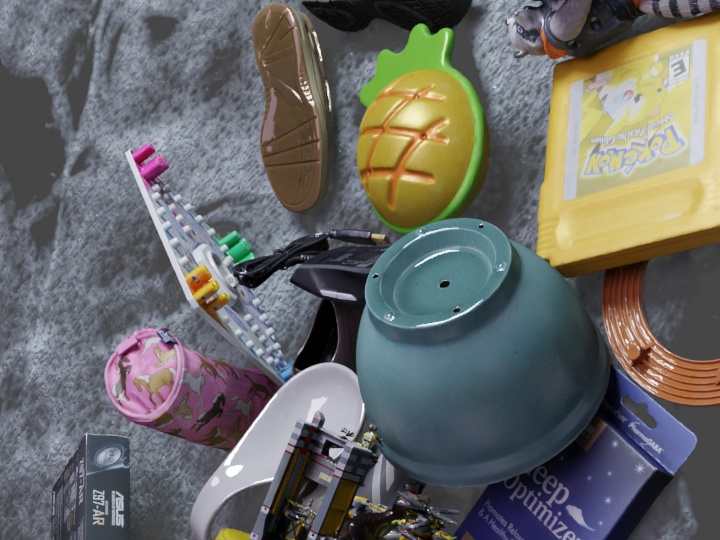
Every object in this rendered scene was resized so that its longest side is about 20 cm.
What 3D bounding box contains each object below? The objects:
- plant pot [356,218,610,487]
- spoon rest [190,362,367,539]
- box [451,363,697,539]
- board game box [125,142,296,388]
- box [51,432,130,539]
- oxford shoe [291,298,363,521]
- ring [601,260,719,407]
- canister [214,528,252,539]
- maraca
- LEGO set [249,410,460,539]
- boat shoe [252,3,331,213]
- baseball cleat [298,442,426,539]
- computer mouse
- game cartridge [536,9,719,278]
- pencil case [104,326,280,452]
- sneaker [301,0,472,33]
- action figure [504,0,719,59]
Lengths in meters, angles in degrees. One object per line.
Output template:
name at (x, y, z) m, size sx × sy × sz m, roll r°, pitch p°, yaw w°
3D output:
plant pot at (0.079, 0.046, 1.295) m, size 0.199 × 0.135 × 0.201 m, roll -16°, pitch 38°, yaw 13°
spoon rest at (-0.072, 0.160, 1.400) m, size 0.200 × 0.061 × 0.099 m, roll -49°, pitch 47°, yaw 4°
box at (0.160, 0.175, 1.297) m, size 0.201 × 0.032 × 0.121 m, roll -55°, pitch 46°, yaw 8°
board game box at (-0.124, 0.000, 1.515) m, size 0.026 × 0.200 × 0.201 m, roll -34°, pitch 51°, yaw 8°
box at (-0.255, 0.274, 1.570) m, size 0.160 × 0.043 × 0.201 m, roll 129°, pitch 142°, yaw -55°
oxford shoe at (-0.042, 0.119, 1.473) m, size 0.071 × 0.072 × 0.201 m, roll 9°, pitch 78°, yaw 44°
ring at (0.268, 0.005, 1.280) m, size 0.200 × 0.019 × 0.202 m, roll -19°, pitch 61°, yaw 37°
canister at (-0.125, 0.343, 1.445) m, size 0.201 × 0.086 × 0.148 m, roll -56°, pitch 45°, yaw 7°
maraca at (0.051, -0.124, 1.468) m, size 0.137 × 0.107 × 0.201 m, roll -30°, pitch 54°, yaw 31°
LEGO set at (0.022, 0.184, 1.272) m, size 0.199 × 0.153 × 0.117 m, roll 22°, pitch 89°, yaw 45°
boat shoe at (-0.054, -0.155, 1.609) m, size 0.071 × 0.064 × 0.202 m, roll -8°, pitch 85°, yaw 30°
baseball cleat at (0.039, 0.178, 1.392) m, size 0.200 × 0.070 × 0.107 m, roll -42°, pitch 65°, yaw 24°
computer mouse at (0.000, 0.000, 1.464) m, size 0.199 × 0.140 × 0.046 m, roll 0°, pitch 106°, yaw 34°
game cartridge at (0.223, -0.100, 1.337) m, size 0.176 × 0.032 × 0.201 m, roll -15°, pitch 53°, yaw 37°
pencil case at (-0.136, 0.110, 1.477) m, size 0.082 × 0.200 × 0.087 m, roll 9°, pitch 79°, yaw 33°
sneaker at (0.029, -0.277, 1.581) m, size 0.199 × 0.076 × 0.091 m, roll 11°, pitch 74°, yaw 42°
action figure at (0.192, -0.222, 1.348) m, size 0.193 × 0.199 × 0.105 m, roll -22°, pitch 84°, yaw 36°
